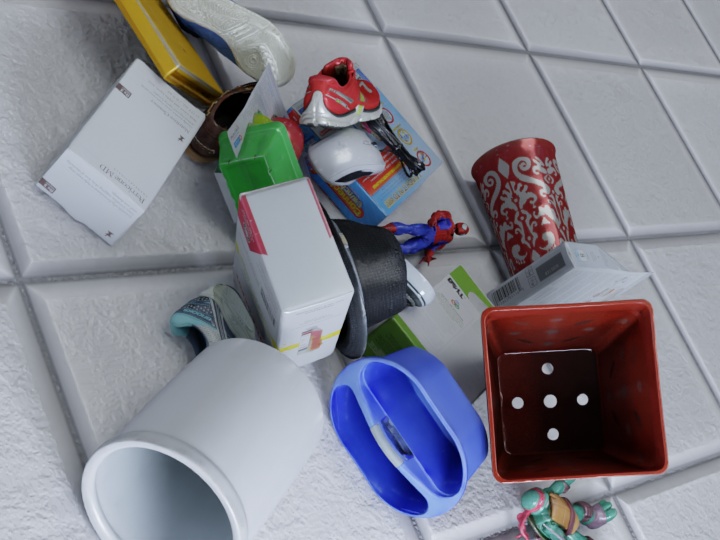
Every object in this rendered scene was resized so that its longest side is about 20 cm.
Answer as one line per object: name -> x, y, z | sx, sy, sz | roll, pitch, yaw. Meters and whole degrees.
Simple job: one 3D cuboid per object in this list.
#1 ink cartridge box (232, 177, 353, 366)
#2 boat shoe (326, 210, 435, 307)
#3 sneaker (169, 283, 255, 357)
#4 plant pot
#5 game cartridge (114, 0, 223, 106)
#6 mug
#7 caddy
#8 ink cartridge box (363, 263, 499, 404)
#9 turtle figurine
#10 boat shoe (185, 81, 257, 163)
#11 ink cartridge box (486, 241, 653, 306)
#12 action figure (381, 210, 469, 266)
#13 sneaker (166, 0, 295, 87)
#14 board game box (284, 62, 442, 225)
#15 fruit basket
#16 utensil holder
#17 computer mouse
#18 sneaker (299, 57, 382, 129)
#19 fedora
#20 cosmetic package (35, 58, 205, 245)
ink cartridge box -> -0.080, 0.010, 1.360 | 0.083, 0.200, 0.145 | -17, 70, -15
boat shoe -> 0.000, 0.000, 1.534 | 0.200, 0.072, 0.071 | 31, 70, 23
sneaker -> -0.140, 0.116, 1.343 | 0.086, 0.078, 0.200 | -26, 75, -36
plant pot -> 0.241, 0.151, 1.472 | 0.199, 0.176, 0.200 | -3, 79, -2
game cartridge -> -0.258, -0.306, 1.524 | 0.200, 0.032, 0.176 | 55, 6, 10
mug -> 0.273, -0.079, 1.855 | 0.177, 0.133, 0.200 | 8, 58, -39
caddy -> 0.051, 0.186, 1.407 | 0.200, 0.141, 0.105 | 55, 33, 7
ink cartridge box -> 0.110, 0.098, 1.590 | 0.148, 0.076, 0.200 | 52, 36, 2
turtle figurine -> 0.263, 0.309, 1.550 | 0.200, 0.101, 0.150 | 37, 54, -42
boat shoe -> -0.152, -0.201, 1.577 | 0.070, 0.070, 0.200 | 42, 37, -3
ink cartridge box -> 0.306, 0.020, 1.778 | 0.200, 0.160, 0.047 | 3, 59, -44
action figure -> 0.087, -0.046, 1.694 | 0.052, 0.066, 0.200 | 19, 22, 35
sneaker -> -0.174, -0.322, 1.623 | 0.200, 0.077, 0.111 | 33, 6, -20
board game box -> -0.002, -0.173, 1.714 | 0.196, 0.056, 0.200 | 49, 38, -3
fruit basket -> -0.113, -0.136, 1.526 | 0.200, 0.093, 0.186 | -82, 156, -57
utensil holder -> -0.145, 0.182, 1.194 | 0.170, 0.170, 0.200 | 47, 36, -4
computer mouse -> 0.007, -0.159, 1.621 | 0.110, 0.044, 0.200 | 57, 35, 6
sneaker -> -0.019, -0.237, 1.602 | 0.077, 0.085, 0.200 | 9, 18, 15
fedora -> -0.001, 0.003, 1.429 | 0.091, 0.201, 0.201 | -13, 65, -16
cosmetic package -> -0.271, -0.138, 1.398 | 0.113, 0.081, 0.200 | 39, 38, -17
